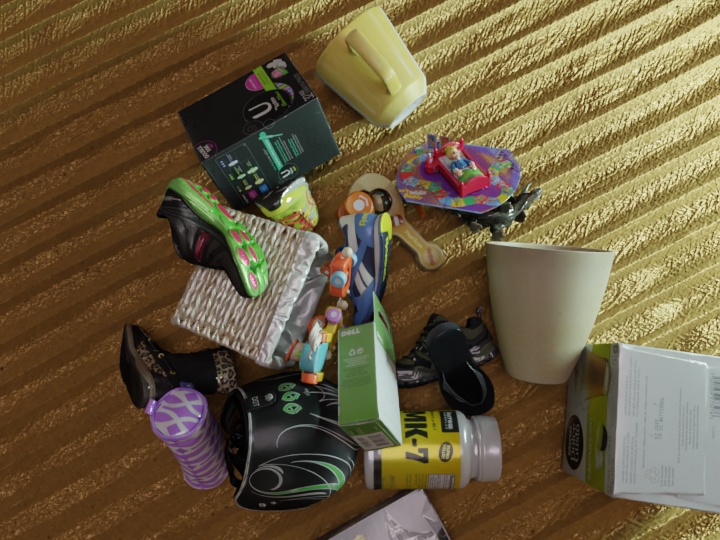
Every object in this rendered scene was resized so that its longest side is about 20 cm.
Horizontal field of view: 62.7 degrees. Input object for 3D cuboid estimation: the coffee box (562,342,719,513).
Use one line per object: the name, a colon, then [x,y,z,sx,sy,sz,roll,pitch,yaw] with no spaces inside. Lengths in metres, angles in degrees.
coffee box: [0.423,0.217,0.849,0.199,0.198,0.201,7,82,1]

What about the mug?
mug: [0.020,-0.312,0.962,0.153,0.187,0.149,49,129,-1]

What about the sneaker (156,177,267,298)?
sneaker: [-0.197,-0.034,0.788,0.084,0.077,0.200,-47,72,14]

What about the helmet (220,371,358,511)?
helmet: [-0.094,0.244,0.857,0.190,0.200,0.201,6,80,-27]

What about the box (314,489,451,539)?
box: [0.044,0.445,0.901,0.199,0.048,0.159,-28,82,-3]

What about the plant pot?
plant pot: [0.278,0.063,0.901,0.186,0.187,0.201,3,96,2]

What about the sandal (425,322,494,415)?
sandal: [0.149,0.161,0.879,0.076,0.043,0.200,-32,126,2]

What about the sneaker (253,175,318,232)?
sneaker: [-0.100,-0.091,0.917,0.078,0.200,0.091,-22,94,10]

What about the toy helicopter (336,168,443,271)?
toy helicopter: [0.066,-0.083,0.979,0.200,0.079,0.132,44,76,-4]

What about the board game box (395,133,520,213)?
board game box: [0.153,-0.167,0.943,0.199,0.039,0.158,12,53,21]

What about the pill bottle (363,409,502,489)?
pill bottle: [0.105,0.270,0.893,0.199,0.114,0.115,-1,81,1]

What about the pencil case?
pencil case: [-0.247,0.250,0.865,0.085,0.201,0.084,2,47,5]

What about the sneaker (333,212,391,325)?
sneaker: [0.000,0.000,0.932,0.082,0.074,0.201,9,112,11]

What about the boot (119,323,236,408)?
boot: [-0.292,0.143,0.930,0.150,0.200,0.074,1,108,-32]

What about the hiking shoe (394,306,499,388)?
hiking shoe: [0.114,0.124,0.943,0.199,0.076,0.101,-15,73,-10]

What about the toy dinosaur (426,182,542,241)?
toy dinosaur: [0.196,-0.095,0.964,0.199,0.102,0.077,0,106,11]

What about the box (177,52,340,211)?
box: [-0.161,-0.219,0.943,0.199,0.124,0.149,-30,53,-2]

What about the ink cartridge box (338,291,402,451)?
ink cartridge box: [0.012,0.143,0.850,0.059,0.104,0.201,-13,52,15]

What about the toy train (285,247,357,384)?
toy train: [-0.058,0.062,0.833,0.055,0.151,0.200,12,37,11]

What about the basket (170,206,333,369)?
basket: [-0.151,0.028,0.895,0.160,0.198,0.201,22,83,7]
